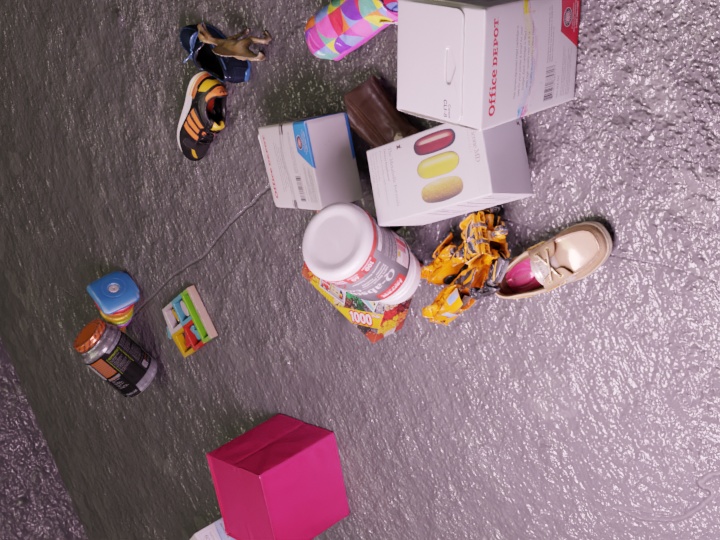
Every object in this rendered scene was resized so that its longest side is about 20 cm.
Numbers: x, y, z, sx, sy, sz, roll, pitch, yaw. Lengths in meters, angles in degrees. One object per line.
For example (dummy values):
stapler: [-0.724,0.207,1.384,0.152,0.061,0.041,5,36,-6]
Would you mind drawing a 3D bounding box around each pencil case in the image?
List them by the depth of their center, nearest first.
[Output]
pencil case: [-0.002,-0.386,1.336,0.199,0.088,0.089,-14,97,52]

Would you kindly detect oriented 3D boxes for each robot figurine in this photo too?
robot figurine: [0.155,-0.008,1.309,0.200,0.058,0.146,126,146,-50]

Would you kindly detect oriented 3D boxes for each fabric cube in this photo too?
fabric cube: [-0.171,0.444,1.830,0.199,0.198,0.199,7,114,47]

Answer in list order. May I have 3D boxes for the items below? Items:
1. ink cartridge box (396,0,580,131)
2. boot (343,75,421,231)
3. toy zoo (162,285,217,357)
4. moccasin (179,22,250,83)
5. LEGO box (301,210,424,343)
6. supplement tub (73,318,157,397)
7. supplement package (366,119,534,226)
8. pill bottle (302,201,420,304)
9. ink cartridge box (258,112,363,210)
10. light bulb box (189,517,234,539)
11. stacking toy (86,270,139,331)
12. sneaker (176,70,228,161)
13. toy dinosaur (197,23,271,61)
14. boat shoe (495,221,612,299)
ink cartridge box: [0.160,-0.276,1.107,0.144,0.199,0.147,22,123,40]
boot: [0.030,-0.184,1.406,0.200,0.064,0.187,46,124,20]
toy zoo: [-0.415,0.128,2.101,0.200,0.020,0.132,-34,81,51]
moccasin: [-0.287,-0.414,1.658,0.199,0.068,0.081,33,130,35]
LEGO box: [0.000,0.000,1.519,0.200,0.077,0.150,42,135,28]
supplement tub: [-0.627,0.221,2.249,0.122,0.123,0.200,-2,138,49]
supplement package: [0.123,-0.137,1.224,0.199,0.109,0.115,-14,84,42]
pill bottle: [0.009,-0.018,1.318,0.115,0.200,0.117,-9,71,27]
ink cartridge box: [-0.088,-0.185,1.496,0.199,0.084,0.148,13,118,61]
light bulb box: [-0.278,0.674,2.061,0.199,0.199,0.125,54,138,15]
stacking toy: [-0.632,0.109,2.293,0.116,0.109,0.201,45,147,27]
sneaker: [-0.308,-0.288,1.740,0.090,0.069,0.202,44,134,30]
toy dinosaur: [-0.208,-0.389,1.554,0.199,0.101,0.059,30,128,37]
boat shoe: [0.261,-0.004,1.223,0.200,0.069,0.074,-37,80,51]
